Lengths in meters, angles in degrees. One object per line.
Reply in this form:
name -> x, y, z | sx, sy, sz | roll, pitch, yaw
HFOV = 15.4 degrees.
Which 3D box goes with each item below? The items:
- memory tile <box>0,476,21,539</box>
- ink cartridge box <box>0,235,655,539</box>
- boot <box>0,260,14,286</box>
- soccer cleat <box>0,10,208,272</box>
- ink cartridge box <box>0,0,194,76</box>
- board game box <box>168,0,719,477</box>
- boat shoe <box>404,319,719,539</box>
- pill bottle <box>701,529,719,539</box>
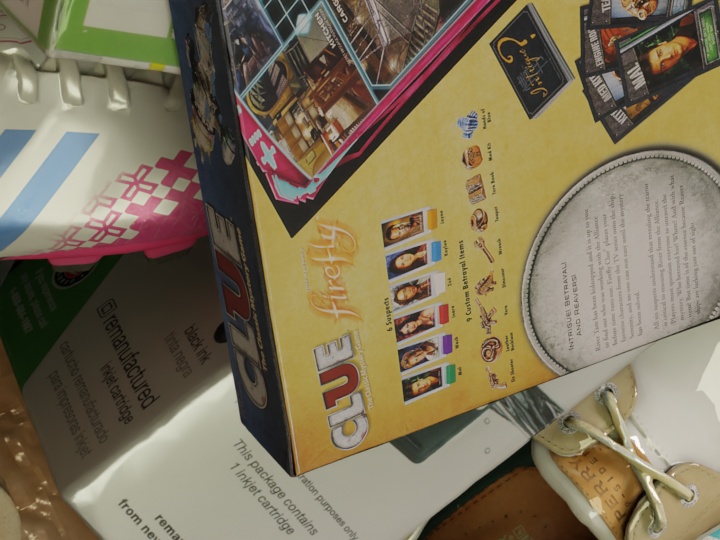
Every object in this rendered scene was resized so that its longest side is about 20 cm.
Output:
memory tile -> -0.207, 0.116, 0.783 | 0.153, 0.017, 0.200 | 32, 99, -33
ink cartridge box -> 0.000, 0.000, 0.787 | 0.200, 0.147, 0.083 | -38, 118, 1
boot -> -0.197, 0.016, 0.779 | 0.165, 0.066, 0.200 | 19, 110, -32
soccer cleat -> -0.092, -0.043, 0.719 | 0.200, 0.070, 0.086 | -17, 131, -10
ink cartridge box -> -0.003, -0.088, 0.704 | 0.200, 0.104, 0.059 | 5, 112, -30
board game box -> 0.023, -0.061, 0.645 | 0.135, 0.035, 0.200 | -19, 121, -20
boat shoe -> 0.078, 0.059, 0.783 | 0.200, 0.068, 0.075 | -43, 86, 23
pill bottle -> 0.124, 0.031, 0.858 | 0.111, 0.111, 0.200 | 13, 110, -21
